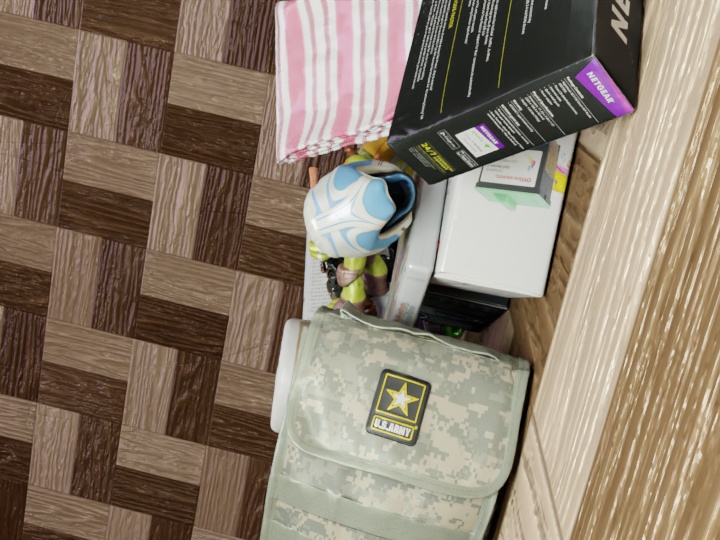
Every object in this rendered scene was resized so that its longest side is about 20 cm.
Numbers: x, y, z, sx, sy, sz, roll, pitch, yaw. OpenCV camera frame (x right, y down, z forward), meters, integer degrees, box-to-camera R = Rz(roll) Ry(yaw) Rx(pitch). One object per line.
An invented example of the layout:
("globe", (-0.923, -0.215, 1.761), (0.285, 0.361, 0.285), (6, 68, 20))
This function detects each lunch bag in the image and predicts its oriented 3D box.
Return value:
("lunch bag", (0.023, 0.135, 0.631), (0.118, 0.161, 0.204), (-51, -26, -71))

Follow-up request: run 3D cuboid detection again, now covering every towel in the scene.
("towel", (-0.001, -0.178, 0.701), (0.030, 0.197, 0.150), (12, -108, -50))

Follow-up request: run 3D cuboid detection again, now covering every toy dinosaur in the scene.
("toy dinosaur", (0.000, 0.000, 0.939), (0.102, 0.201, 0.136), (-38, 0, -23))

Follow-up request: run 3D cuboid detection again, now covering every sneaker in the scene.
("sneaker", (0.017, -0.052, 0.667), (0.200, 0.071, 0.073), (-39, -66, -72))

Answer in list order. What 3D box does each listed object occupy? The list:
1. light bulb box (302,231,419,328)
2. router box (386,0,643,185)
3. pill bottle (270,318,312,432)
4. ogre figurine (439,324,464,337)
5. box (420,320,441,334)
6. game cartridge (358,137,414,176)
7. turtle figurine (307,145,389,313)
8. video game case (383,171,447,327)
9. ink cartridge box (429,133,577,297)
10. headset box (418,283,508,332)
("light bulb box", (0.007, 0.068, 1.075), (0.199, 0.122, 0.204), (71, -162, -62))
("router box", (0.102, -0.166, 0.548), (0.148, 0.051, 0.203), (-16, 50, 43))
("pill bottle", (0.015, 0.116, 0.856), (0.111, 0.196, 0.113), (-172, 90, -87))
("ogre figurine", (0.120, -0.029, 1.132), (0.201, 0.097, 0.121), (-58, -31, -32))
("box", (0.089, 0.027, 1.413), (0.201, 0.145, 0.106), (98, -174, -58))
("game cartridge", (0.084, -0.148, 0.913), (0.033, 0.174, 0.200), (65, 155, 8))
("turtle figurine", (0.002, -0.045, 0.793), (0.201, 0.063, 0.164), (-68, -19, -53))
("video game case", (0.048, -0.033, 0.748), (0.183, 0.022, 0.203), (102, 179, -56))
("ink cartridge box", (0.113, -0.083, 0.687), (0.145, 0.082, 0.204), (71, -148, -88))
("headset box", (0.109, -0.041, 0.890), (0.200, 0.091, 0.178), (92, -169, -81))
